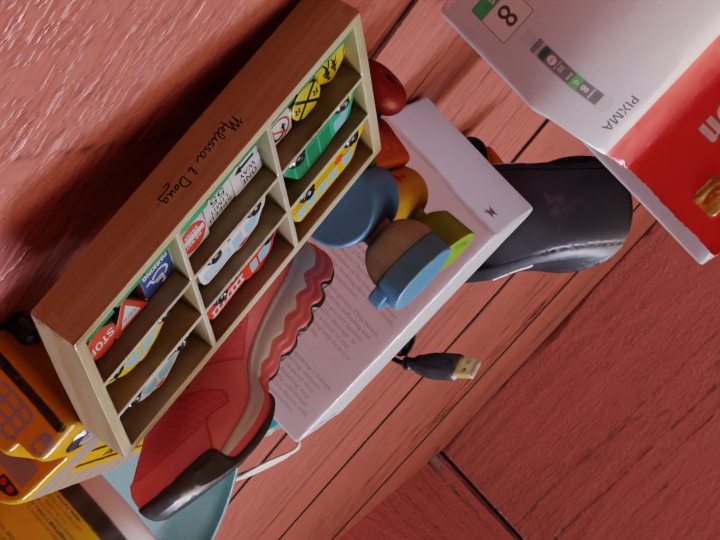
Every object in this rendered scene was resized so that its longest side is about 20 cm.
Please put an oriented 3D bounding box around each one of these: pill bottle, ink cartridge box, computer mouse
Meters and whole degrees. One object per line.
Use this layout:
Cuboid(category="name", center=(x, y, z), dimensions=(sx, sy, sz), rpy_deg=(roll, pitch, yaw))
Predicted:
Cuboid(category="pill bottle", center=(-0.217, 0.198, 1.389), dimensions=(0.200, 0.114, 0.114), rpy_deg=(-42, 172, -11))
Cuboid(category="ink cartridge box", center=(0.164, -0.126, 1.269), dimensions=(0.161, 0.200, 0.050), rpy_deg=(-47, 170, 26))
Cuboid(category="computer mouse", center=(0.076, -0.001, 1.514), dimensions=(0.199, 0.141, 0.046), rpy_deg=(-2, 174, 35))

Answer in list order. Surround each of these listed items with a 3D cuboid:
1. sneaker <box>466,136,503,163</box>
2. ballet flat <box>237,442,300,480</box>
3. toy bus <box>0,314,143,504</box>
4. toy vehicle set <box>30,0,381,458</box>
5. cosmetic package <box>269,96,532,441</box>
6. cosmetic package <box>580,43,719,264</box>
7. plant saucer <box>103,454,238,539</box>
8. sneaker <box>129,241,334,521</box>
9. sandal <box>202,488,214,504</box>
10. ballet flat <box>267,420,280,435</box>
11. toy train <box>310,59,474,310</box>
Cuboid(category="sneaker", center=(0.032, -0.018, 1.673), dimensions=(0.092, 0.076, 0.200), rpy_deg=(-44, 173, 39))
Cuboid(category="ballet flat", center=(-0.057, 0.101, 1.853), dimensions=(0.200, 0.068, 0.068), rpy_deg=(-43, 172, -2))
Cuboid(category="toy bus", center=(-0.151, 0.067, 1.216), dimensions=(0.078, 0.065, 0.200), rpy_deg=(-43, 173, 11))
Cuboid(category="toy vehicle set", center=(-0.065, -0.020, 1.090), dimensions=(0.200, 0.026, 0.124), rpy_deg=(-51, 159, -17))
Cuboid(category="cosmetic package", center=(0.000, 0.000, 1.486), dimensions=(0.200, 0.101, 0.071), rpy_deg=(-46, 173, 27))
Cuboid(category="cosmetic package", center=(0.201, -0.149, 1.341), dimensions=(0.200, 0.199, 0.123), rpy_deg=(-48, 172, 26))
Cuboid(category="plant saucer", center=(-0.148, 0.151, 1.559), dimensions=(0.200, 0.036, 0.201), rpy_deg=(-44, 147, -39))
Cuboid(category="sneaker", center=(-0.085, 0.040, 1.188), dimensions=(0.074, 0.087, 0.200), rpy_deg=(-38, -161, 39))
Cuboid(category="sandal", center=(-0.183, 0.189, 1.656), dimensions=(0.212, 0.078, 0.070), rpy_deg=(-41, 180, 24))
Cuboid(category="ballet flat", center=(-0.097, 0.096, 1.704), dimensions=(0.200, 0.072, 0.072), rpy_deg=(-45, 172, 25))
Cuboid(category="toy train", center=(0.016, -0.044, 1.271), dimensions=(0.085, 0.116, 0.200), rpy_deg=(-45, 172, 18))
